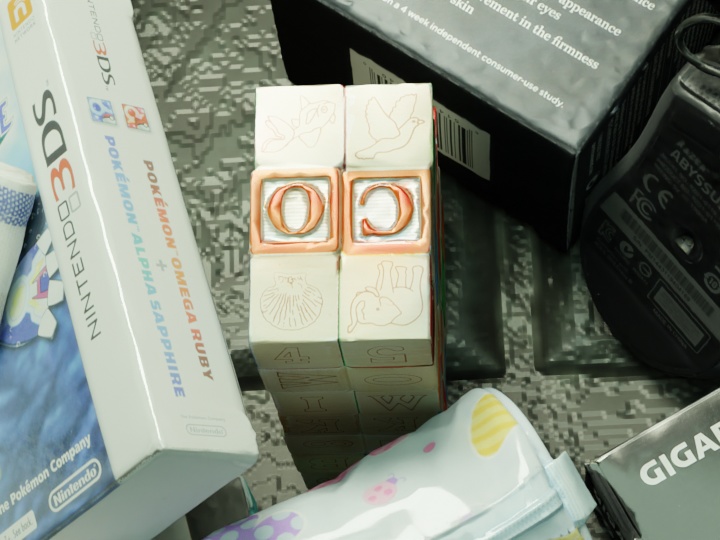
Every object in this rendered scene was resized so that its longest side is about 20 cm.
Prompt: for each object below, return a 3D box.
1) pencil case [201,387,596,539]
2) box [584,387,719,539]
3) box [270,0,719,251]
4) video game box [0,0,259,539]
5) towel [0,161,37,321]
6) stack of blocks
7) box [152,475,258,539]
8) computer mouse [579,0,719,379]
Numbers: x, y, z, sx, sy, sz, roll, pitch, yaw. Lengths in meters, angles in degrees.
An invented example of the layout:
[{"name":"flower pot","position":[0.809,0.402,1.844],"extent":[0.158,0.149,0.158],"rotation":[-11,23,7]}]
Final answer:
[{"name":"pencil case","position":[-0.021,0.113,0.661],"extent":[0.199,0.091,0.083],"rotation":[-26,72,-13]},{"name":"box","position":[0.216,0.112,0.760],"extent":[0.199,0.050,0.199],"rotation":[-28,73,-6]},{"name":"box","position":[0.078,-0.138,0.825],"extent":[0.148,0.104,0.200],"rotation":[33,75,14]},{"name":"video game box","position":[-0.131,0.027,0.699],"extent":[0.200,0.047,0.183],"rotation":[-38,55,34]},{"name":"towel","position":[-0.194,0.038,0.670],"extent":[0.146,0.024,0.201],"rotation":[19,99,13]},{"name":"stack of blocks","position":[0.000,0.000,0.731],"extent":[0.058,0.200,0.116],"rotation":[-1,71,3]},{"name":"box","position":[-0.126,0.147,0.766],"extent":[0.199,0.049,0.083],"rotation":[-16,71,-2]},{"name":"computer mouse","position":[0.146,-0.026,0.743],"extent":[0.053,0.200,0.139],"rotation":[-33,79,-28]}]
